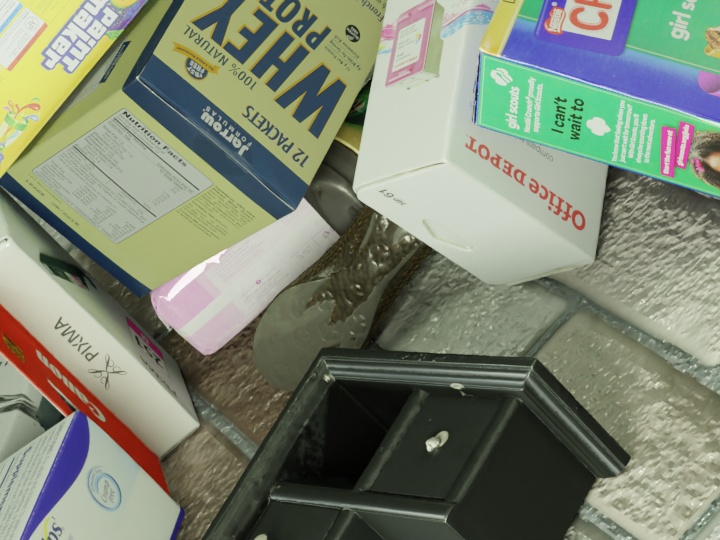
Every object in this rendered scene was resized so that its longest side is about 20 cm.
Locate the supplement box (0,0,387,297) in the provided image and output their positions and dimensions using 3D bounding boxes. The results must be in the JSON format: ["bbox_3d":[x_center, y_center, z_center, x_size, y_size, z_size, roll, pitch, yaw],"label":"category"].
[{"bbox_3d":[-0.105,-0.121,1.764,0.199,0.134,0.201,-26,30,51],"label":"supplement box"}]

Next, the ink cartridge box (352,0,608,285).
[{"bbox_3d":[0.084,-0.112,1.633,0.084,0.144,0.201,-13,57,44],"label":"ink cartridge box"}]

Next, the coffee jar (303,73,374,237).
[{"bbox_3d":[0.047,-0.102,1.764,0.200,0.104,0.085,-50,26,-9],"label":"coffee jar"}]

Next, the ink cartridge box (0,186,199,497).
[{"bbox_3d":[-0.182,0.052,1.759,0.043,0.200,0.174,-40,28,5],"label":"ink cartridge box"}]

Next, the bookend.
[{"bbox_3d":[0.014,0.151,1.479,0.198,0.092,0.201,1,53,54],"label":"bookend"}]

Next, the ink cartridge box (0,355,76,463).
[{"bbox_3d":[-0.256,0.130,1.877,0.146,0.086,0.201,-24,36,36],"label":"ink cartridge box"}]

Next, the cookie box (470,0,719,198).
[{"bbox_3d":[0.184,-0.137,1.541,0.199,0.075,0.172,16,54,11],"label":"cookie box"}]

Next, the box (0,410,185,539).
[{"bbox_3d":[-0.229,0.217,1.664,0.200,0.105,0.184,-34,21,31],"label":"box"}]

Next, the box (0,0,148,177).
[{"bbox_3d":[-0.232,-0.189,1.786,0.200,0.122,0.193,-48,18,12],"label":"box"}]

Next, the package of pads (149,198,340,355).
[{"bbox_3d":[-0.067,-0.043,1.867,0.200,0.076,0.121,-41,30,7],"label":"package of pads"}]

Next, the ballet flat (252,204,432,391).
[{"bbox_3d":[0.000,0.000,1.709,0.200,0.067,0.046,-53,-3,27],"label":"ballet flat"}]
